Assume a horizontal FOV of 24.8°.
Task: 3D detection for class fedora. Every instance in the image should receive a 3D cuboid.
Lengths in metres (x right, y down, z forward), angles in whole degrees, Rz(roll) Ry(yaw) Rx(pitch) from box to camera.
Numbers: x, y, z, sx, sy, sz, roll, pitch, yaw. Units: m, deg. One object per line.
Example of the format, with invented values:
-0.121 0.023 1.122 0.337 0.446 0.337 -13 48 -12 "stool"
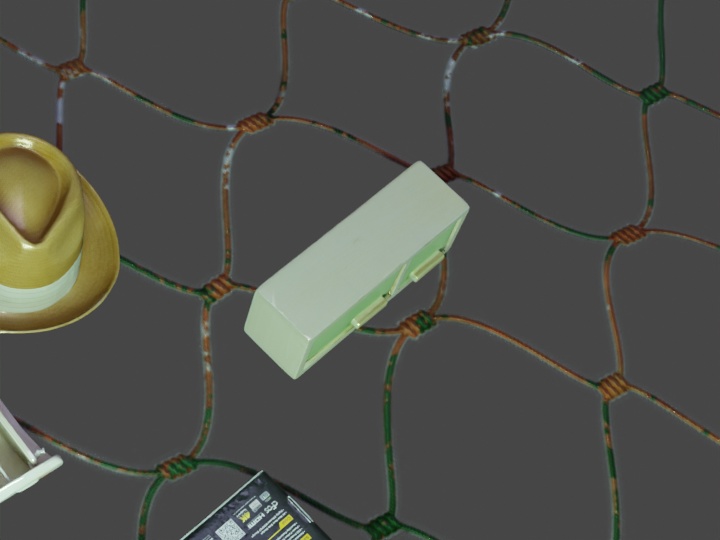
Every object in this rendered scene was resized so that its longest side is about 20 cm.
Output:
-0.278 -0.046 1.319 0.200 0.082 0.201 13 50 -16 "fedora"

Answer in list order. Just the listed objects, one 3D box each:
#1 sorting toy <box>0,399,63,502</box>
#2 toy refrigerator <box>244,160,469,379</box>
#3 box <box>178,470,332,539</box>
-0.349 0.130 1.215 0.180 0.107 0.200 -34 72 -20 "sorting toy"
0.000 0.000 1.380 0.070 0.076 0.200 43 60 12 "toy refrigerator"
-0.091 0.270 1.219 0.160 0.049 0.200 45 60 10 "box"
